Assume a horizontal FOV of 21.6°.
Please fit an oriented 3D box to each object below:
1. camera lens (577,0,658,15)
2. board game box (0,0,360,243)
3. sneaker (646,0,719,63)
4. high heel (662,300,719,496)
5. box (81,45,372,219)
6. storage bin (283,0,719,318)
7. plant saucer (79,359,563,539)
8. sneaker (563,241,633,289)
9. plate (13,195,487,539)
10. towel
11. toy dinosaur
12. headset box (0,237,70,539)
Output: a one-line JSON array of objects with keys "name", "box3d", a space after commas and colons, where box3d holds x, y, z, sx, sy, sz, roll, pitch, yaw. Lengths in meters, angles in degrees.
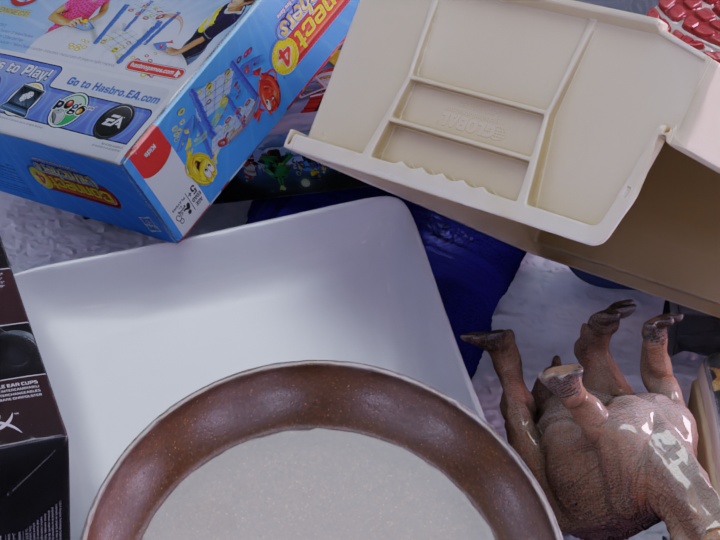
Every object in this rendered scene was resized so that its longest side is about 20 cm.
[{"name": "camera lens", "box3d": [0.232, -0.196, 1.140, 0.199, 0.161, 0.160, -29, 51, -36]}, {"name": "board game box", "box3d": [-0.106, -0.120, 0.942, 0.199, 0.056, 0.196, 16, 60, 44]}, {"name": "sneaker", "box3d": [0.210, -0.097, 0.998, 0.199, 0.083, 0.078, -2, 41, -44]}, {"name": "high heel", "box3d": [0.220, 0.074, 0.880, 0.141, 0.072, 0.201, 4, 34, -1]}, {"name": "box", "box3d": [-0.043, -0.088, 1.004, 0.198, 0.038, 0.137, -6, 32, 17]}, {"name": "storage bin", "box3d": [0.111, -0.049, 0.847, 0.198, 0.095, 0.199, 21, 0, 43]}, {"name": "plant saucer", "box3d": [-0.015, 0.132, 0.759, 0.198, 0.035, 0.202, 3, 57, -4]}, {"name": "sneaker", "box3d": [0.195, -0.025, 0.947, 0.198, 0.076, 0.088, -14, 25, 16]}, {"name": "plate", "box3d": [-0.046, 0.071, 0.833, 0.198, 0.032, 0.201, -12, 60, -12]}, {"name": "towel", "box3d": [0.000, 0.000, 0.953, 0.146, 0.050, 0.201, 15, 40, 11]}, {"name": "toy dinosaur", "box3d": [0.106, 0.091, 0.826, 0.085, 0.137, 0.200, -14, 10, -17]}, {"name": "headset box", "box3d": [-0.177, 0.059, 0.775, 0.076, 0.150, 0.201, -8, 41, -18]}]
